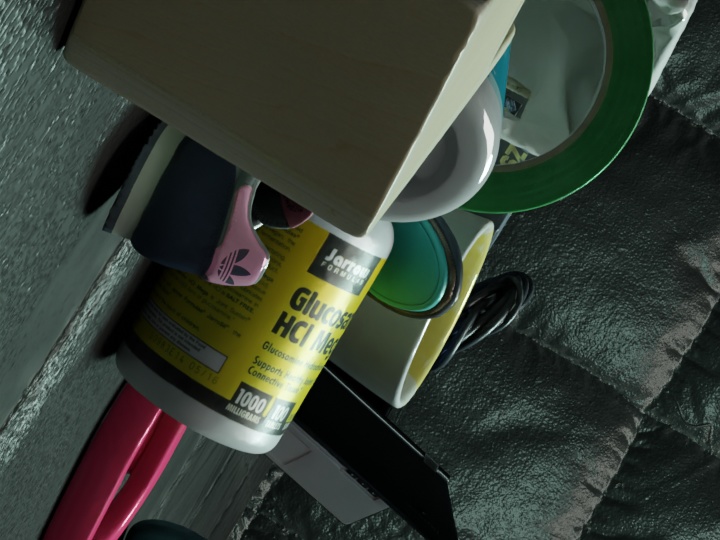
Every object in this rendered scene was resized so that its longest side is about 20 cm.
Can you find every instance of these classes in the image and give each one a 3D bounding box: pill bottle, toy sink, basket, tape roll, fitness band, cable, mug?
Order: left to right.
[{"bbox_3d":[-0.162,0.128,1.404,0.201,0.037,0.144,-62,173,29],"label":"fitness band"},{"bbox_3d":[-0.051,-0.003,1.205,0.201,0.112,0.112,-59,176,6],"label":"pill bottle"},{"bbox_3d":[-0.004,0.005,1.487,0.150,0.152,0.187,-60,170,-18],"label":"mug"},{"bbox_3d":[0.000,-0.126,0.772,0.112,0.130,0.200,-61,175,33],"label":"toy sink"},{"bbox_3d":[0.029,-0.126,1.130,0.201,0.110,0.111,-79,-167,-50],"label":"pill bottle"},{"bbox_3d":[0.070,0.046,1.683,0.199,0.051,0.163,-19,-177,45],"label":"cable"},{"bbox_3d":[0.089,-0.138,1.315,0.201,0.200,0.048,-59,176,5],"label":"tape roll"},{"bbox_3d":[0.142,-0.215,1.490,0.161,0.197,0.200,-61,178,-38],"label":"basket"}]

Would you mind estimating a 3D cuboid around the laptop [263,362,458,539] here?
[{"bbox_3d":[-0.034,0.138,1.456,0.199,0.187,0.116,-29,-156,45],"label":"laptop"}]

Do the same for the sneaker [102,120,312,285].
[{"bbox_3d":[-0.050,-0.059,0.990,0.070,0.082,0.200,-60,179,43],"label":"sneaker"}]

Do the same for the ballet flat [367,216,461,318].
[{"bbox_3d":[0.015,-0.022,1.291,0.073,0.200,0.074,-18,121,-33],"label":"ballet flat"}]

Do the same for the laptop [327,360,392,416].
[{"bbox_3d":[-0.034,0.066,1.624,0.200,0.116,0.188,-46,-173,50],"label":"laptop"}]

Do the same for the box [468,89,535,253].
[{"bbox_3d":[0.074,-0.120,1.609,0.201,0.157,0.051,-57,176,-38],"label":"box"}]

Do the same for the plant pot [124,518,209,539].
[{"bbox_3d":[-0.190,0.360,1.801,0.196,0.200,0.201,-46,170,-35],"label":"plant pot"}]
